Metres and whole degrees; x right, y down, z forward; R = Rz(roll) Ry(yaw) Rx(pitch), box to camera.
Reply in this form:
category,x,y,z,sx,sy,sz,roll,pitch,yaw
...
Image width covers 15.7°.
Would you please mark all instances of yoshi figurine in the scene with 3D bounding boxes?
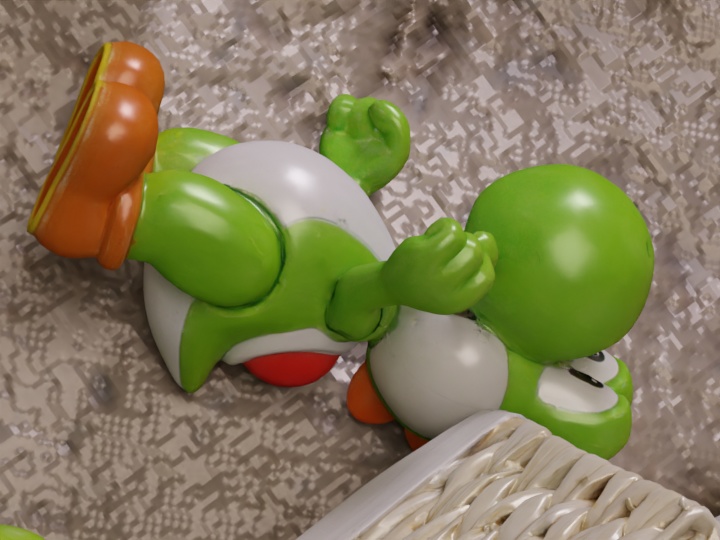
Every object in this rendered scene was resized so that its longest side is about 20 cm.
category,x,y,z,sx,sy,sz,roll,pitch,yaw
yoshi figurine,0.007,-0.014,0.802,0.199,0.112,0.113,25,64,-9

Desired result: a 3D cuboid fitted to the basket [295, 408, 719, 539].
category,x,y,z,sx,sy,sz,roll,pitch,yaw
basket,0.022,0.153,0.727,0.200,0.123,0.136,-36,113,-20

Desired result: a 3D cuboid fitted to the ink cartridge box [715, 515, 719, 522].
category,x,y,z,sx,sy,sz,roll,pitch,yaw
ink cartridge box,0.205,0.100,0.808,0.199,0.125,0.129,-23,82,-19

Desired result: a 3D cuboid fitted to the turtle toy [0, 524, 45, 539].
category,x,y,z,sx,sy,sz,roll,pitch,yaw
turtle toy,-0.167,0.112,0.724,0.199,0.101,0.147,-1,98,-17
